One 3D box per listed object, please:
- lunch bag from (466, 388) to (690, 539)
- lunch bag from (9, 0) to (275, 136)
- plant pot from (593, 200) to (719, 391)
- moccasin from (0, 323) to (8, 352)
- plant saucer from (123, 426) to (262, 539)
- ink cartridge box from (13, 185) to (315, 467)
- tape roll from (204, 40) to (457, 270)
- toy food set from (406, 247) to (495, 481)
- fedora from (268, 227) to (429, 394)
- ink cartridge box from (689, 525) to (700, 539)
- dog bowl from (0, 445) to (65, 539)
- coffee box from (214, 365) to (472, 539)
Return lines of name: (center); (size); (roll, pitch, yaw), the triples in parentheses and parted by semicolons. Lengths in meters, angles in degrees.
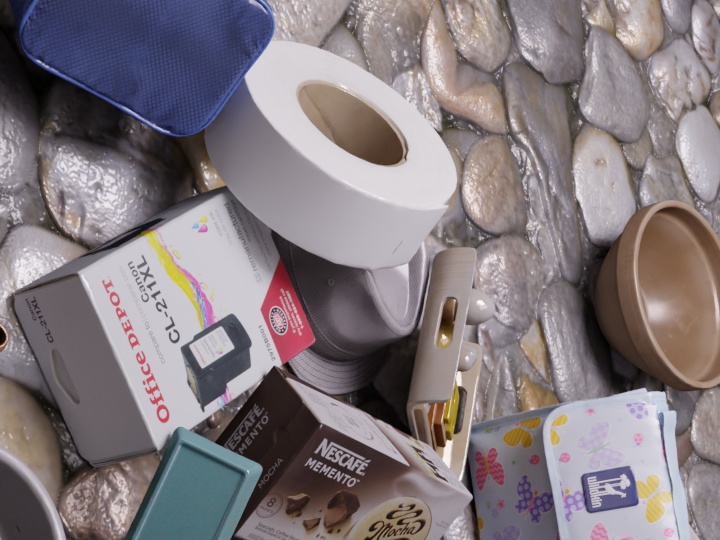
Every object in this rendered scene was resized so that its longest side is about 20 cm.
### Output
lunch bag: (0.202, 0.204, 1.530); (0.127, 0.199, 0.171); (4, 76, -47)
lunch bag: (-0.164, -0.206, 1.273); (0.199, 0.136, 0.133); (29, 20, -34)
plant pot: (0.312, 0.033, 1.787); (0.200, 0.092, 0.203); (18, 65, -43)
moccasin: (-0.321, 0.023, 1.096); (0.201, 0.077, 0.074); (31, 57, -39)
plant saucer: (-0.142, 0.215, 1.190); (0.069, 0.019, 0.201); (25, 87, 2)
ink cartridge box: (-0.145, 0.038, 1.284); (0.200, 0.082, 0.147); (-34, 105, -48)
tape roll: (-0.022, -0.094, 1.353); (0.201, 0.071, 0.203); (27, 29, -17)
toy food set: (0.086, 0.088, 1.483); (0.200, 0.060, 0.145); (76, 22, -61)
fedora: (0.000, 0.000, 1.450); (0.176, 0.090, 0.202); (0, 78, -48)
ink cartridge box: (0.259, 0.311, 1.661); (0.116, 0.067, 0.200); (53, 45, -22)
dog bowl: (-0.277, 0.198, 1.107); (0.199, 0.058, 0.202); (17, 66, -43)
coffee box: (-0.020, 0.170, 1.334); (0.113, 0.080, 0.200); (-51, 134, 7)
